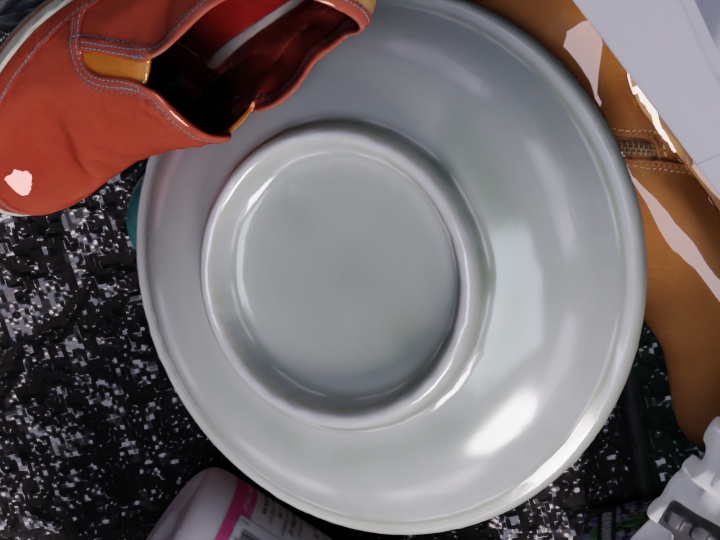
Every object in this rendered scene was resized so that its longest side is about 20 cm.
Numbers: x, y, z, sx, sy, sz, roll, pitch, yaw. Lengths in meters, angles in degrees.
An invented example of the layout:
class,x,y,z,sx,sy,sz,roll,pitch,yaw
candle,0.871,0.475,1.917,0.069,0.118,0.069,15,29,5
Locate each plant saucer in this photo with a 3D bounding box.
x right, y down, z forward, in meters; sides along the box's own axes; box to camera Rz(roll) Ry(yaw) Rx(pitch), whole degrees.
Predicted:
class,x,y,z,sx,sy,sz,roll,pitch,yaw
plant saucer,0.000,0.000,0.873,0.199,0.050,0.201,4,101,24

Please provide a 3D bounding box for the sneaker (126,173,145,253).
class,x,y,z,sx,sy,sz,roll,pitch,yaw
sneaker,0.000,0.019,0.935,0.199,0.080,0.072,24,117,-2

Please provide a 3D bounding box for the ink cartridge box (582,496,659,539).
class,x,y,z,sx,sy,sz,roll,pitch,yaw
ink cartridge box,0.185,0.119,0.936,0.199,0.109,0.050,-14,117,13

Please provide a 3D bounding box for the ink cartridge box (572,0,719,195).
class,x,y,z,sx,sy,sz,roll,pitch,yaw
ink cartridge box,0.145,-0.120,0.766,0.200,0.041,0.200,51,138,-10

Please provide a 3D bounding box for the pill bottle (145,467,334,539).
class,x,y,z,sx,sy,sz,roll,pitch,yaw
pill bottle,-0.008,0.177,0.988,0.200,0.113,0.113,34,114,-7

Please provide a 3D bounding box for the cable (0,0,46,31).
class,x,y,z,sx,sy,sz,roll,pitch,yaw
cable,-0.133,-0.134,0.827,0.199,0.051,0.163,9,139,-13

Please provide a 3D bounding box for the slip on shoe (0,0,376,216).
class,x,y,z,sx,sy,sz,roll,pitch,yaw
slip on shoe,-0.069,-0.068,0.851,0.200,0.061,0.074,-31,140,34

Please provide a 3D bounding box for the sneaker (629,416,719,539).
class,x,y,z,sx,sy,sz,roll,pitch,yaw
sneaker,0.162,0.048,0.859,0.075,0.081,0.200,38,107,12

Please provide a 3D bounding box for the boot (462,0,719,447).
class,x,y,z,sx,sy,sz,roll,pitch,yaw
boot,0.075,-0.024,0.917,0.154,0.074,0.201,-2,107,12
